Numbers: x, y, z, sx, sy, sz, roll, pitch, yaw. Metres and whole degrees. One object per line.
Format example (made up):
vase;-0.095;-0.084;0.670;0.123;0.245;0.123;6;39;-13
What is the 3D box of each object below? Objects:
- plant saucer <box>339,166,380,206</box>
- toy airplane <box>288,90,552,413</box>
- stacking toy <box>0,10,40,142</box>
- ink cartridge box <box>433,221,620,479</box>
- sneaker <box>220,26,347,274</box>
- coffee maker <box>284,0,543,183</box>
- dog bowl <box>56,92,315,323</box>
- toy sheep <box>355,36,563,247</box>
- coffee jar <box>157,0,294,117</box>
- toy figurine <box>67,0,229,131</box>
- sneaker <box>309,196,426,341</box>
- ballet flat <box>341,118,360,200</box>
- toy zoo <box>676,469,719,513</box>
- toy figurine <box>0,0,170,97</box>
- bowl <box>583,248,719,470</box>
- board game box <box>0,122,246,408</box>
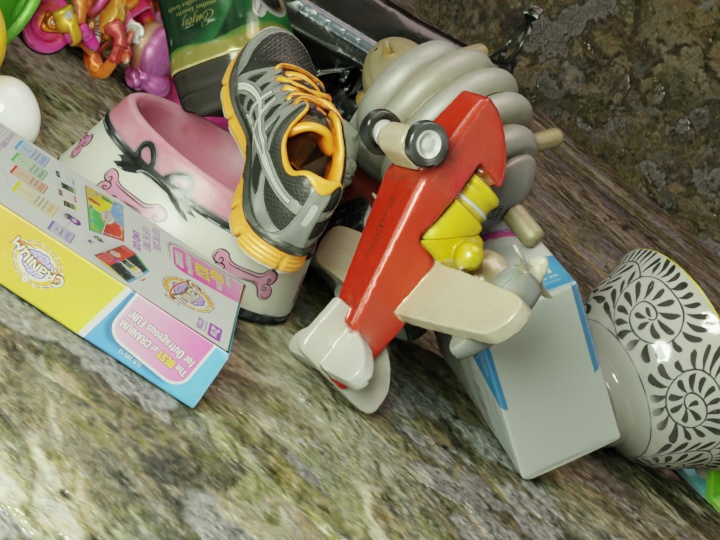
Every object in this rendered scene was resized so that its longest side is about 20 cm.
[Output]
plant saucer;0.045;-0.084;1.671;0.198;0.037;0.200;17;17;-17
toy airplane;0.042;0.005;1.258;0.140;0.199;0.201;22;45;-31
stacking toy;-0.281;-0.163;1.242;0.200;0.146;0.146;48;10;-12
ink cartridge box;0.108;0.038;1.416;0.200;0.084;0.146;-125;-166;-59
sneaker;-0.043;-0.093;1.258;0.078;0.077;0.201;18;45;-29
coffee maker;0.014;-0.174;1.544;0.199;0.135;0.193;32;56;-6
dog bowl;-0.114;-0.051;1.328;0.199;0.074;0.200;34;13;-9
toy sheep;0.072;-0.097;1.380;0.200;0.138;0.138;47;16;22
coffee jar;-0.105;-0.209;1.374;0.104;0.085;0.202;-3;78;-67
toy figurine;-0.133;-0.197;1.640;0.185;0.199;0.151;54;-20;23
sneaker;0.000;0.000;1.484;0.080;0.074;0.200;63;-7;-25
ballet flat;-0.032;-0.086;1.418;0.071;0.072;0.200;35;-10;-1
toy zoo;0.282;0.122;1.659;0.200;0.020;0.132;48;-26;45
toy figurine;-0.180;-0.209;1.483;0.184;0.201;0.150;35;-18;-32
bowl;0.231;0.092;1.585;0.201;0.094;0.202;54;-23;37
board game box;-0.165;-0.010;1.118;0.199;0.040;0.153;34;12;-8
